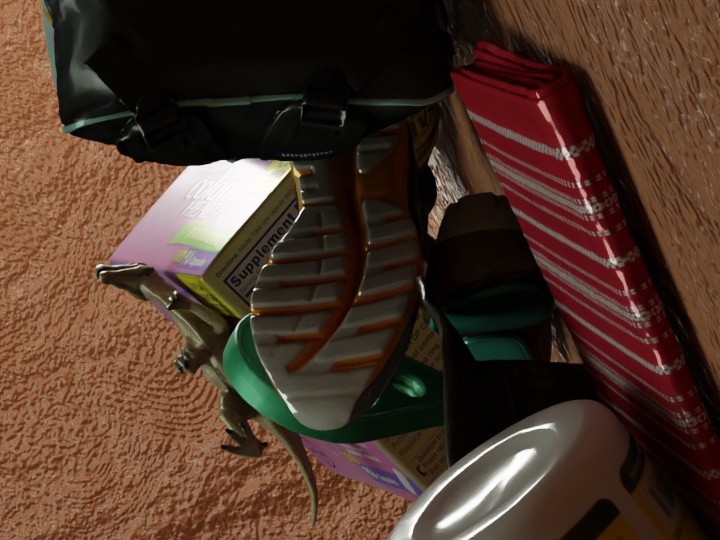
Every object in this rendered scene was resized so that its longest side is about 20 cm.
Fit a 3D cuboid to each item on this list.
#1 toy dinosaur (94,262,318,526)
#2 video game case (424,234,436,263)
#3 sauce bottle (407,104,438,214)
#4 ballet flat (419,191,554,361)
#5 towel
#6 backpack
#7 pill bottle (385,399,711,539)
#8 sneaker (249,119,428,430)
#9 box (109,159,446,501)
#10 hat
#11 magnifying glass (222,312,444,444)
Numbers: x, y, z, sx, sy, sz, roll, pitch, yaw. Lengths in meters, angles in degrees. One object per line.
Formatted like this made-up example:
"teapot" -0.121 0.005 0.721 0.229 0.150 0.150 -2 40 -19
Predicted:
"toy dinosaur" -0.061 0.063 1.349 0.200 0.058 0.101 51 180 -15
"video game case" -0.004 -0.025 1.457 0.200 0.019 0.143 36 168 6
"sauce bottle" 0.010 -0.084 1.295 0.200 0.066 0.066 67 177 -63
"ballet flat" 0.064 0.005 1.200 0.200 0.068 0.073 64 -160 -72
"towel" 0.096 0.008 0.947 0.201 0.022 0.145 65 175 -13
"backpack" -0.051 -0.119 1.087 0.200 0.175 0.154 95 167 -85
"pill bottle" 0.105 0.158 0.938 0.200 0.112 0.112 53 179 -10
"sneaker" 0.000 0.000 1.155 0.077 0.078 0.200 72 -160 -44
"box" -0.022 0.030 1.423 0.200 0.097 0.176 45 167 -19
"hat" 0.089 0.088 1.071 0.201 0.081 0.201 -16 -90 -83
"magnifying glass" 0.028 0.058 1.176 0.022 0.199 0.080 -61 31 28
